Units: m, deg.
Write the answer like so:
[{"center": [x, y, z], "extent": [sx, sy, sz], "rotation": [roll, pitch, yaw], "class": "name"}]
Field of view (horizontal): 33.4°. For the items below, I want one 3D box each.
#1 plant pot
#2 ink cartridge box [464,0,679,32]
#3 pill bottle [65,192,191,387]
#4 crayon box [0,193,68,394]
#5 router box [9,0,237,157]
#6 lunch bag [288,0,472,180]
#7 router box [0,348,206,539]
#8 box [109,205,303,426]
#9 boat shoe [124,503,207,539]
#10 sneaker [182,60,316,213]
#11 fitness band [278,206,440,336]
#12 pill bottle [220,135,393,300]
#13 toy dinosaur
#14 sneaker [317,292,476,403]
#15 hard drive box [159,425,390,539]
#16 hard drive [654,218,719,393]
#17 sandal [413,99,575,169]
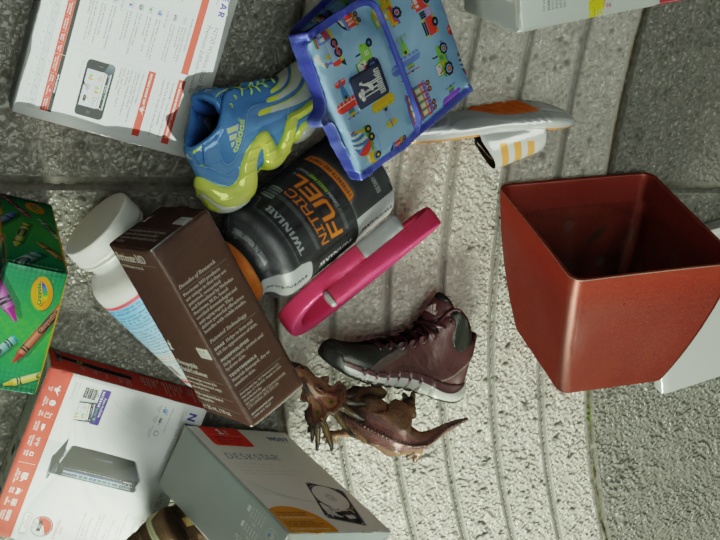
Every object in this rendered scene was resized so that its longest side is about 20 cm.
[{"center": [0.268, 0.021, 1.345], "extent": [0.197, 0.201, 0.178], "rotation": [-5, 124, -17], "class": "plant pot"}, {"center": [0.211, -0.335, 1.205], "extent": [0.198, 0.145, 0.146], "rotation": [-14, 114, -14], "class": "ink cartridge box"}, {"center": [-0.200, 0.019, 1.219], "extent": [0.109, 0.109, 0.200], "rotation": [-42, 118, 0], "class": "pill bottle"}, {"center": [-0.323, 0.017, 1.125], "extent": [0.058, 0.200, 0.120], "rotation": [13, 105, -23], "class": "crayon box"}, {"center": [-0.221, -0.227, 1.144], "extent": [0.178, 0.049, 0.202], "rotation": [14, 105, -23], "class": "router box"}, {"center": [0.005, -0.193, 1.166], "extent": [0.200, 0.093, 0.152], "rotation": [-46, 124, -40], "class": "lunch bag"}, {"center": [-0.284, 0.203, 1.293], "extent": [0.178, 0.049, 0.202], "rotation": [18, 103, -24], "class": "router box"}, {"center": [-0.144, 0.042, 1.133], "extent": [0.075, 0.100, 0.202], "rotation": [-36, 112, -26], "class": "box"}, {"center": [-0.204, 0.294, 1.296], "extent": [0.075, 0.075, 0.202], "rotation": [-37, 161, 1], "class": "boat shoe"}, {"center": [-0.102, -0.156, 1.163], "extent": [0.201, 0.075, 0.105], "rotation": [-59, 141, -26], "class": "sneaker"}, {"center": [0.000, 0.000, 1.263], "extent": [0.199, 0.144, 0.038], "rotation": [-37, 85, -8], "class": "fitness band"}, {"center": [-0.067, -0.045, 1.207], "extent": [0.200, 0.106, 0.107], "rotation": [-40, 120, -26], "class": "pill bottle"}, {"center": [0.014, 0.168, 1.322], "extent": [0.198, 0.136, 0.087], "rotation": [15, 87, 9], "class": "toy dinosaur"}, {"center": [0.050, 0.073, 1.353], "extent": [0.198, 0.076, 0.117], "rotation": [16, 99, -34], "class": "sneaker"}, {"center": [-0.092, 0.251, 1.269], "extent": [0.155, 0.199, 0.078], "rotation": [12, 107, -47], "class": "hard drive box"}, {"center": [0.420, 0.042, 1.486], "extent": [0.130, 0.027, 0.202], "rotation": [-15, 113, -13], "class": "hard drive"}, {"center": [0.128, -0.141, 1.294], "extent": [0.204, 0.079, 0.060], "rotation": [-7, 114, -7], "class": "sandal"}]
